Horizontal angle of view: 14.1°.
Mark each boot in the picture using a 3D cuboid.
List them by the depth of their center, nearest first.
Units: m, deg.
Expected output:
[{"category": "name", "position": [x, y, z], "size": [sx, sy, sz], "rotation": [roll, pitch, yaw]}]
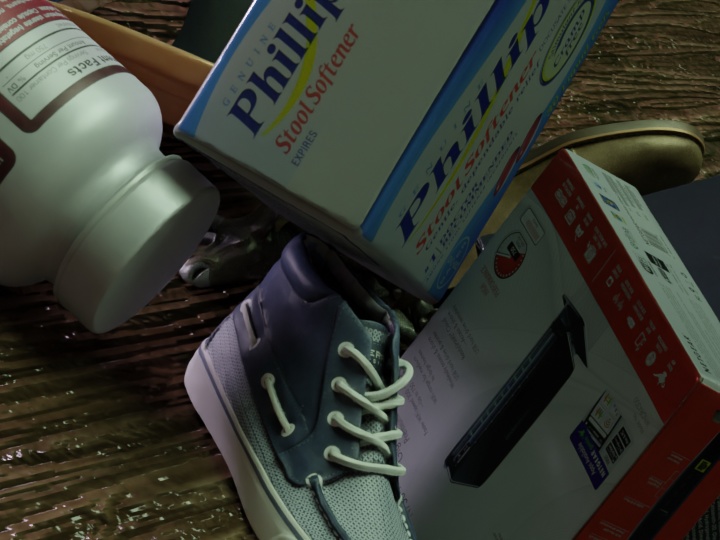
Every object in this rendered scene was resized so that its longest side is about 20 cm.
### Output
[{"category": "boot", "position": [-0.009, 0.071, 1.289], "size": [0.073, 0.091, 0.200], "rotation": [18, 26, -43]}, {"category": "boot", "position": [0.104, -0.025, 1.618], "size": [0.074, 0.199, 0.076], "rotation": [78, -6, -55]}]

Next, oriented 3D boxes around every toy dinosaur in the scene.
[{"category": "toy dinosaur", "position": [0.000, 0.000, 1.498], "size": [0.199, 0.077, 0.102], "rotation": [8, 41, -50]}]

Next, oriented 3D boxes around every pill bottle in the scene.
[{"category": "pill bottle", "position": [-0.164, -0.067, 1.307], "size": [0.200, 0.113, 0.113], "rotation": [41, 19, 11]}]

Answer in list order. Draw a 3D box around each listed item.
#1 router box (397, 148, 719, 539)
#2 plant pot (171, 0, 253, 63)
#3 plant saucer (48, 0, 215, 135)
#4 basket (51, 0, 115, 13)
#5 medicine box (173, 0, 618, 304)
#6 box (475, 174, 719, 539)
[{"category": "router box", "position": [0.087, 0.070, 1.326], "size": [0.049, 0.180, 0.200], "rotation": [26, 21, -29]}, {"category": "plant pot", "position": [-0.006, -0.160, 1.670], "size": [0.200, 0.188, 0.200], "rotation": [34, 12, -9]}, {"category": "plant saucer", "position": [-0.086, -0.087, 1.516], "size": [0.199, 0.038, 0.200], "rotation": [23, -1, 1]}, {"category": "basket", "position": [-0.131, -0.243, 1.618], "size": [0.177, 0.199, 0.139], "rotation": [54, -4, 48]}, {"category": "medicine box", "position": [0.023, -0.098, 1.339], "size": [0.103, 0.183, 0.200], "rotation": [31, -2, 14]}, {"category": "box", "position": [0.178, 0.052, 1.504], "size": [0.181, 0.105, 0.200], "rotation": [-15, 36, -7]}]
